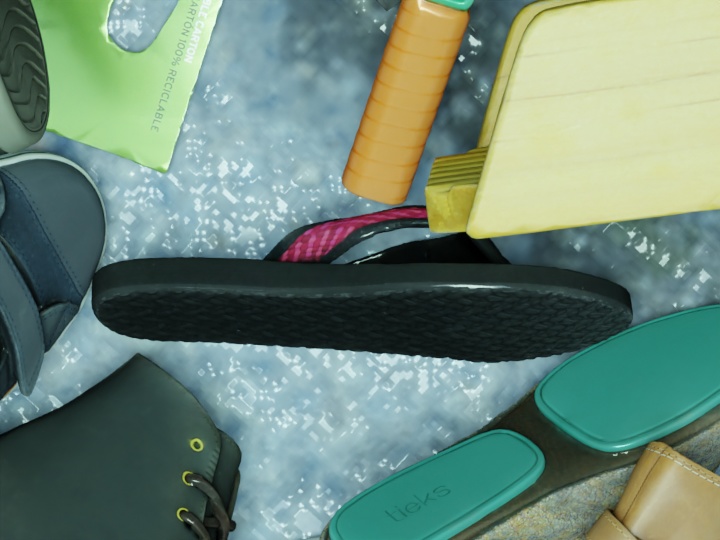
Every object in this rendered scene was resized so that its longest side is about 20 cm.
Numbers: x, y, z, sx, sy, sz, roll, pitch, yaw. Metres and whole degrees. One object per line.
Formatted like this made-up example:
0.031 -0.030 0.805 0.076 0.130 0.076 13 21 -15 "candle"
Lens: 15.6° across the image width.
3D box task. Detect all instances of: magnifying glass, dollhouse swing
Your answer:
0.034 -0.113 0.912 0.079 0.022 0.201 15 119 -8 "magnifying glass"
0.103 -0.116 0.870 0.181 0.200 0.177 -7 97 4 "dollhouse swing"

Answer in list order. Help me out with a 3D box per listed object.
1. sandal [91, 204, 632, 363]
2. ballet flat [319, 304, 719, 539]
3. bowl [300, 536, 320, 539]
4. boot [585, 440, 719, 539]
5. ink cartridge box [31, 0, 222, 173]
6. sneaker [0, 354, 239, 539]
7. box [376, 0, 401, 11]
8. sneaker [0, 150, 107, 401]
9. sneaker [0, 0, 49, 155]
0.000 0.000 0.960 0.199 0.075 0.045 2 67 9 "sandal"
0.073 0.078 0.959 0.199 0.068 0.068 -25 129 -17 "ballet flat"
-0.003 0.205 0.973 0.200 0.090 0.202 0 97 4 "bowl"
0.129 0.160 0.949 0.200 0.077 0.156 31 82 -32 "boot"
-0.146 -0.132 0.945 0.199 0.076 0.149 19 98 2 "ink cartridge box"
-0.067 0.117 0.923 0.106 0.075 0.200 -36 61 -10 "sneaker"
0.035 -0.212 0.907 0.200 0.050 0.158 -36 106 18 "box"
-0.153 0.031 0.923 0.200 0.079 0.079 -43 115 -26 "sneaker"
-0.187 -0.112 0.883 0.106 0.075 0.201 -29 86 11 "sneaker"
